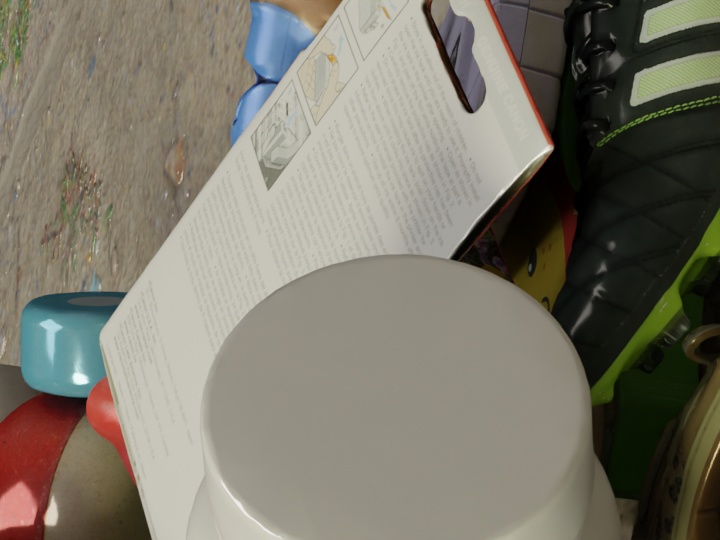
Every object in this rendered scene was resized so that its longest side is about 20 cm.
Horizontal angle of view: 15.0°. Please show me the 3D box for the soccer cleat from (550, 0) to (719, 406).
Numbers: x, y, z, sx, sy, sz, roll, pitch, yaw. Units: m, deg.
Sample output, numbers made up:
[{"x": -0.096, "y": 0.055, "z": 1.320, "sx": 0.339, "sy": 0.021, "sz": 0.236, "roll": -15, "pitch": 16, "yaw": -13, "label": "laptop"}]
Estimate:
[{"x": 0.083, "y": -0.058, "z": 0.749, "sx": 0.068, "sy": 0.081, "sz": 0.201, "roll": 109, "pitch": -173, "yaw": -72, "label": "soccer cleat"}]

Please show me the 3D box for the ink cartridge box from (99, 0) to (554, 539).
[{"x": 0.000, "y": 0.000, "z": 0.786, "sx": 0.200, "sy": 0.050, "sz": 0.109, "roll": -51, "pitch": 42, "yaw": 33, "label": "ink cartridge box"}]

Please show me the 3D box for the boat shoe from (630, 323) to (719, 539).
[{"x": 0.105, "y": 0.062, "z": 0.749, "sx": 0.063, "sy": 0.073, "sz": 0.201, "roll": -118, "pitch": 39, "yaw": -52, "label": "boat shoe"}]

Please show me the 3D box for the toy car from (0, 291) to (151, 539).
[{"x": -0.148, "y": 0.093, "z": 1.168, "sx": 0.199, "sy": 0.177, "sz": 0.186, "roll": 5, "pitch": 99, "yaw": 27, "label": "toy car"}]

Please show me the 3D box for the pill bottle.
[{"x": 0.013, "y": 0.096, "z": 0.725, "sx": 0.201, "sy": 0.113, "sz": 0.114, "roll": 86, "pitch": 174, "yaw": -50, "label": "pill bottle"}]

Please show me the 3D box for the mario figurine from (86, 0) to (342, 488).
[{"x": -0.017, "y": 0.004, "z": 0.938, "sx": 0.106, "sy": 0.123, "sz": 0.201, "roll": 15, "pitch": 91, "yaw": 37, "label": "mario figurine"}]

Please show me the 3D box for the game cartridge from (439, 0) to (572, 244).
[{"x": 0.038, "y": -0.056, "z": 0.937, "sx": 0.200, "sy": 0.038, "sz": 0.130, "roll": 112, "pitch": 174, "yaw": -63, "label": "game cartridge"}]

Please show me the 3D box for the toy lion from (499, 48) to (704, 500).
[{"x": 0.074, "y": -0.003, "z": 0.885, "sx": 0.192, "sy": 0.068, "sz": 0.201, "roll": -147, "pitch": 66, "yaw": -75, "label": "toy lion"}]
